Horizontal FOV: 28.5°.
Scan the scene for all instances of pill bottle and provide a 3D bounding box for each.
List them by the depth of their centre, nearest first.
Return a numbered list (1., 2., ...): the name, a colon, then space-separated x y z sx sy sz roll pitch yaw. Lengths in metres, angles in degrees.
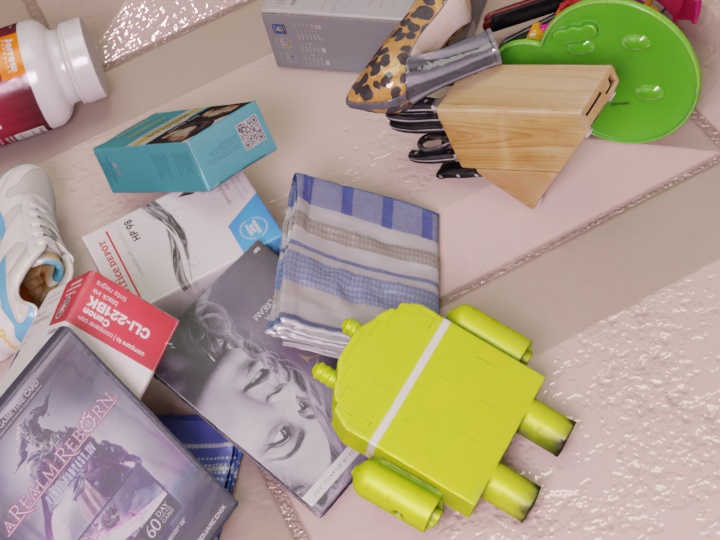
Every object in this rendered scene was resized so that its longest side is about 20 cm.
1. pill bottle: -0.366 -0.188 1.448 0.197 0.114 0.114 -19 47 -1

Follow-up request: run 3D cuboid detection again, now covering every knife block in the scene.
1. knife block: 0.111 -0.144 1.246 0.174 0.200 0.064 34 60 3

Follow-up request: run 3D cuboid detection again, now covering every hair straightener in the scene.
1. hair straightener: 0.224 -0.246 1.400 0.197 0.041 0.078 -18 69 -8

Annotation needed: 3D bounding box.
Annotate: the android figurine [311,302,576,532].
1. android figurine: 0.059 0.105 1.087 0.198 0.041 0.183 27 64 10

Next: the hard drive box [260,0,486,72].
1. hard drive box: 0.020 -0.281 1.449 0.197 0.077 0.157 8 52 22

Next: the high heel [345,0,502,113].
1. high heel: 0.036 -0.222 1.296 0.141 0.072 0.201 -21 41 2

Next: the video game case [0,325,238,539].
1. video game case: -0.192 0.161 1.023 0.019 0.201 0.143 0 46 52

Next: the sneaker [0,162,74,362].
1. sneaker: -0.299 -0.015 1.294 0.080 0.076 0.202 -20 53 27

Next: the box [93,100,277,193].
1. box: -0.166 -0.112 1.304 0.082 0.050 0.199 -35 20 -29

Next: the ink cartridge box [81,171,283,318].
1. ink cartridge box: -0.169 0.000 1.262 0.198 0.067 0.116 -28 49 -10

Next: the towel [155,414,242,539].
1. towel: -0.177 0.199 1.121 0.143 0.024 0.202 -1 50 15

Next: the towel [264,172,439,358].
1. towel: 0.000 0.000 1.197 0.145 0.024 0.202 15 43 -9

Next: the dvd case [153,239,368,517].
1. dvd case: -0.060 0.083 1.152 0.199 0.016 0.149 38 65 16

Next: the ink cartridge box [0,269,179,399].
1. ink cartridge box: -0.238 0.114 1.097 0.144 0.083 0.202 -18 45 63

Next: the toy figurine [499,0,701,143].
1. toy figurine: 0.240 -0.232 1.320 0.198 0.151 0.185 -1 40 32
